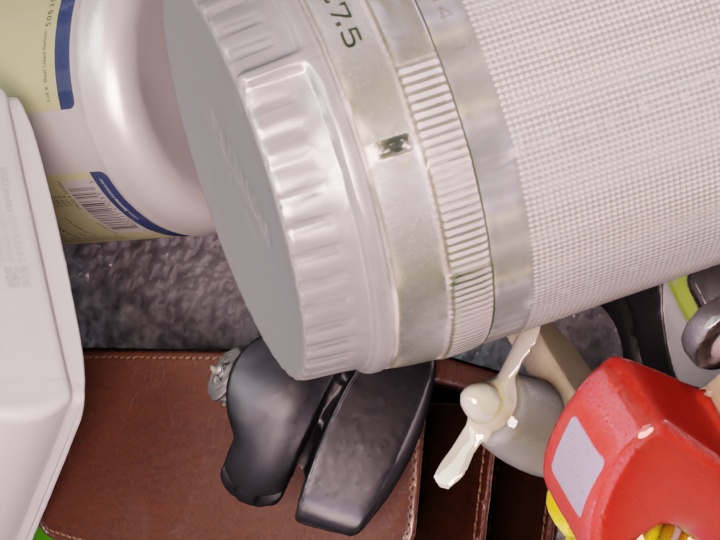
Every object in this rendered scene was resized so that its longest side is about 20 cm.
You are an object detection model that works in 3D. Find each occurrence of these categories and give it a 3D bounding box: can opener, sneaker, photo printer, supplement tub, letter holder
[{"bbox_3d":[0.000,0.000,1.054,0.063,0.078,0.200,140,151,-72],"label":"can opener"},{"bbox_3d":[0.095,-0.028,1.095,0.083,0.072,0.200,-40,55,26],"label":"sneaker"},{"bbox_3d":[-0.175,0.043,1.169,0.200,0.069,0.167,117,144,-50],"label":"photo printer"},{"bbox_3d":[-0.135,-0.083,1.248,0.200,0.145,0.145,-3,75,38],"label":"supplement tub"},{"bbox_3d":[-0.030,0.109,1.137,0.200,0.100,0.143,-1,78,38],"label":"letter holder"}]

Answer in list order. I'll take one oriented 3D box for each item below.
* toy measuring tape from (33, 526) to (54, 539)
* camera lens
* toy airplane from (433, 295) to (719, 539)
[{"bbox_3d":[-0.163,0.188,1.240,0.073,0.074,0.201,-18,66,34],"label":"toy measuring tape"},{"bbox_3d":[0.049,-0.061,0.959,0.200,0.160,0.160,-19,58,-11],"label":"camera lens"},{"bbox_3d":[0.107,0.109,0.964,0.141,0.200,0.199,-30,99,-1],"label":"toy airplane"}]
